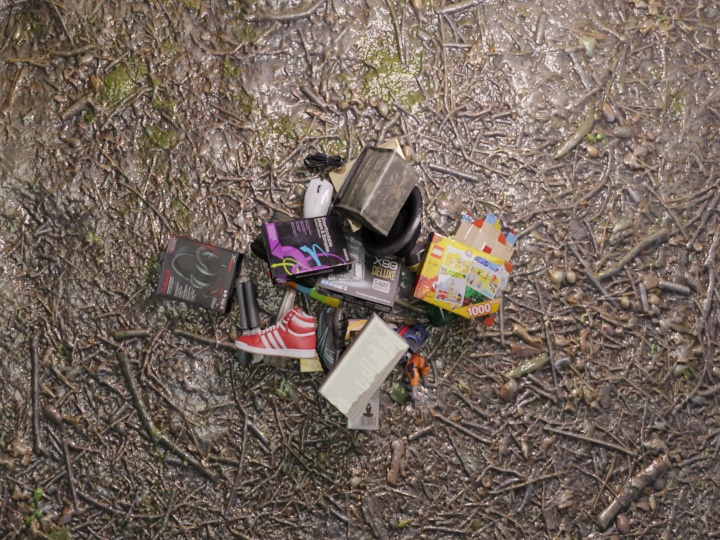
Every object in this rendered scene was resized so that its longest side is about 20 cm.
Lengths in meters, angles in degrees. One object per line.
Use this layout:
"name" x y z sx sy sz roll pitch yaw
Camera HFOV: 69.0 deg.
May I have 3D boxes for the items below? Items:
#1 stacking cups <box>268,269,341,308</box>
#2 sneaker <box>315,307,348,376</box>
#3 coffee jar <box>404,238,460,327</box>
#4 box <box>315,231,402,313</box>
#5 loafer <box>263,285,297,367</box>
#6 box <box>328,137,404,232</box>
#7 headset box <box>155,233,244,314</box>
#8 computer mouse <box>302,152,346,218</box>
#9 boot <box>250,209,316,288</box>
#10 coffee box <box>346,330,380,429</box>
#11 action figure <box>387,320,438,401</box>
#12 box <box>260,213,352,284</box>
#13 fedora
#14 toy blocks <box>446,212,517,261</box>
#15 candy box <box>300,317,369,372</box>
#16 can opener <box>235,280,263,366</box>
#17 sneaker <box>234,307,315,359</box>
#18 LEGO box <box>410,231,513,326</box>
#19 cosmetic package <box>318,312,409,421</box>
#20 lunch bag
"stacking cups" -0.135 0.031 1.310 0.194 0.061 0.062 24 89 4
"sneaker" -0.072 0.189 1.252 0.076 0.075 0.209 3 90 21
"coffee jar" 0.184 0.026 1.287 0.102 0.085 0.206 -26 95 -13
"box" 0.000 0.000 1.282 0.192 0.050 0.163 16 65 -1
"loafer" -0.186 0.142 1.299 0.061 0.072 0.207 18 99 -9
"box" 0.036 -0.216 1.327 0.194 0.021 0.168 -25 90 0
"headset box" -0.402 0.006 1.290 0.192 0.077 0.155 16 89 -2
"computer mouse" -0.102 -0.187 1.300 0.105 0.044 0.209 10 95 7
"boot" -0.163 -0.059 1.274 0.197 0.068 0.132 34 71 12
"coffee box" 0.008 0.251 1.225 0.076 0.114 0.209 2 91 -2
"action figure" 0.101 0.221 1.273 0.104 0.197 0.199 -33 82 38
"box" -0.126 -0.055 1.231 0.192 0.036 0.147 -10 63 -18
"fedora" 0.091 -0.107 1.253 0.091 0.200 0.203 37 90 -41
"toy blocks" 0.307 -0.076 1.305 0.196 0.100 0.140 32 78 -1
"candy box" -0.056 0.184 1.305 0.191 0.055 0.121 -3 91 -2
"can opener" -0.276 0.128 1.292 0.051 0.066 0.209 -9 81 13
"sneaker" -0.197 0.140 1.226 0.191 0.071 0.118 5 91 3
"LEGO box" 0.229 0.019 1.204 0.193 0.077 0.154 20 94 -3
"cosmetic package" 0.006 0.206 1.130 0.103 0.073 0.202 39 90 -2
"lunch bag" 0.020 -0.196 1.225 0.116 0.198 0.168 33 87 -34
